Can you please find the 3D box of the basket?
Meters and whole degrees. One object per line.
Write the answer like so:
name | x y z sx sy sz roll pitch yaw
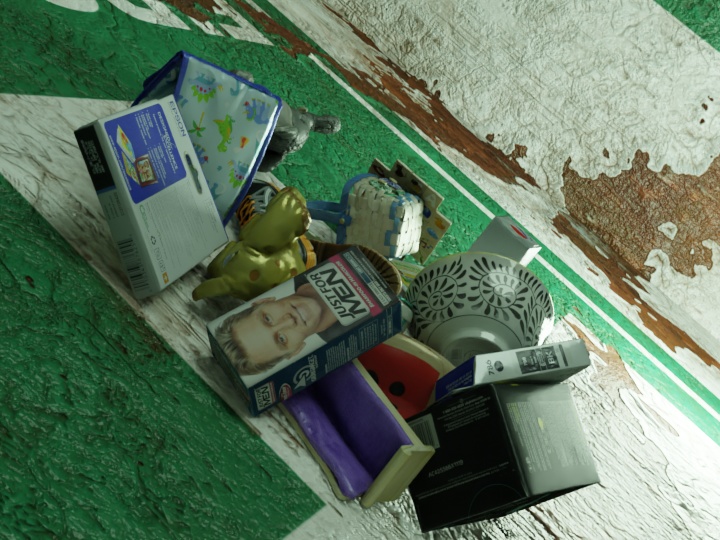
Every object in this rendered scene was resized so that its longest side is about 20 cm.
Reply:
basket | -0.005 -0.087 1.713 0.196 0.142 0.176 7 9 18

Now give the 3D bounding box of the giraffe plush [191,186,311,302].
giraffe plush | -0.090 0.018 1.294 0.162 0.172 0.201 45 22 -10

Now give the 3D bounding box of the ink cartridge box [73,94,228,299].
ink cartridge box | -0.240 -0.093 1.248 0.200 0.046 0.201 -51 123 -69

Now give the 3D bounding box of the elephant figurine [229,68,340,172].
elephant figurine | -0.149 -0.238 1.759 0.198 0.157 0.142 29 -3 0

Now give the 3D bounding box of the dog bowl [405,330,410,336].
dog bowl | 0.077 0.121 1.486 0.198 0.059 0.201 33 19 -13

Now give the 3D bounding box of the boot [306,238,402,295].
boot | 0.000 0.000 1.499 0.198 0.077 0.106 20 6 42

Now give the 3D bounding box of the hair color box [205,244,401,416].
hair color box | -0.060 0.064 1.178 0.100 0.198 0.061 49 -22 32

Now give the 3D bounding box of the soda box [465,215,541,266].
soda box | 0.155 0.023 1.452 0.068 0.201 0.063 44 20 17

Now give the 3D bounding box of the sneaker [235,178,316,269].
sneaker | -0.137 -0.063 1.495 0.076 0.079 0.201 3 38 -44

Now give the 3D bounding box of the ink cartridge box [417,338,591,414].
ink cartridge box | 0.163 0.123 1.241 0.197 0.099 0.040 -7 70 -29

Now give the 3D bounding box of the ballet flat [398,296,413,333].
ballet flat | -0.015 0.062 1.395 0.069 0.071 0.198 19 -10 -41

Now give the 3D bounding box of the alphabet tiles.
alphabet tiles | 0.066 -0.098 1.786 0.166 0.201 0.006 41 55 6

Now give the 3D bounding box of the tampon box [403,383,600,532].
tampon box | 0.160 0.213 1.234 0.199 0.148 0.128 9 60 -55

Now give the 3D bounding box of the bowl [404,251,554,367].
bowl | 0.146 0.085 1.346 0.199 0.201 0.095 32 36 -15

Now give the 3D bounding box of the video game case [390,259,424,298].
video game case | 0.131 0.055 1.790 0.198 0.022 0.183 14 31 -48

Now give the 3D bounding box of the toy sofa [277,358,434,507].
toy sofa | -0.017 0.160 1.190 0.097 0.083 0.201 13 31 -52

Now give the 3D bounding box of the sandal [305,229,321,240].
sandal | -0.100 -0.077 1.613 0.199 0.058 0.080 35 19 -10

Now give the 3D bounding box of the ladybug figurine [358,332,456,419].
ladybug figurine | 0.036 0.130 1.313 0.197 0.137 0.073 24 60 8

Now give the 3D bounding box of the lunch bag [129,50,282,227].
lunch bag | -0.218 -0.177 1.410 0.168 0.201 0.128 18 27 -42
